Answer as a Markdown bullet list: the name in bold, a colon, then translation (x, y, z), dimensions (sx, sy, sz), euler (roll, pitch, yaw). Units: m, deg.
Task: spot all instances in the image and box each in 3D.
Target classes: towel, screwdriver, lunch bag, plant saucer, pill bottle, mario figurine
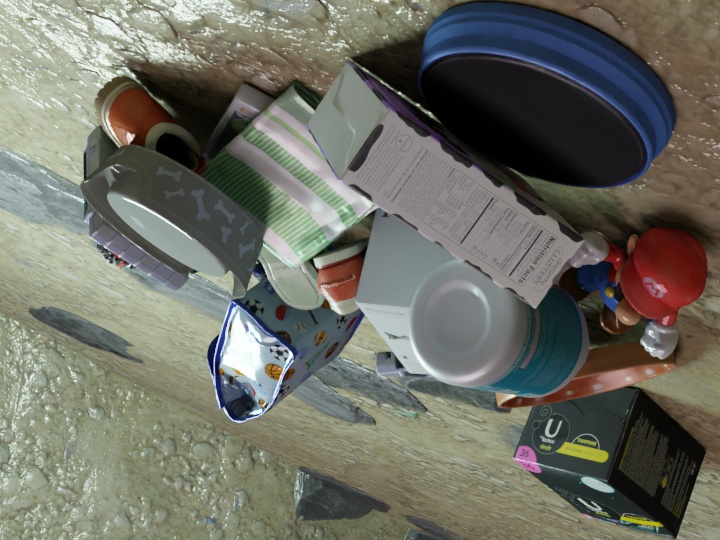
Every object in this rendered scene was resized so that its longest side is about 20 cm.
- **towel**: translation (-0.062, -0.084, 1.254), dimensions (0.152, 0.024, 0.200), euler (38, 139, -18)
- **screwdriver**: translation (-0.150, -0.009, 1.660), dimensions (0.028, 0.029, 0.200), euler (42, -173, 27)
- **lunch bag**: translation (-0.090, 0.080, 1.547), dimensions (0.124, 0.170, 0.201), euler (40, 142, 16)
- **plant saucer**: translation (0.244, 0.113, 1.404), dimensions (0.198, 0.033, 0.200), euler (-12, 166, -3)
- **pill bottle**: translation (0.137, 0.057, 1.171), dimensions (0.110, 0.112, 0.199), euler (12, 178, 36)
- **mario figurine**: translation (0.235, 0.023, 1.154), dimensions (0.122, 0.107, 0.200), euler (1, 172, -8)

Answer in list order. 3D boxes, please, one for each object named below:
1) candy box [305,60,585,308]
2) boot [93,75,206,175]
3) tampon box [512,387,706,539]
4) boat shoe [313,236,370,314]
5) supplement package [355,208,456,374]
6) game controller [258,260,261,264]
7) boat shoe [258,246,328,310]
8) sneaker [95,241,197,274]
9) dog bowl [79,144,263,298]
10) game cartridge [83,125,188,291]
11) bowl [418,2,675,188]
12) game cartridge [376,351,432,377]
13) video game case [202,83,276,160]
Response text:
- **candy box**: translation (0.065, -0.073, 1.048), dimensions (0.199, 0.072, 0.168), euler (31, -168, -21)
- **boot**: translation (-0.198, -0.111, 1.358), dimensions (0.107, 0.075, 0.200), euler (37, 170, 33)
- **tampon box**: translation (0.324, 0.241, 1.661), dimensions (0.149, 0.127, 0.200), euler (5, 155, 46)
- **boat shoe**: translation (0.000, 0.000, 1.359), dimensions (0.071, 0.063, 0.200), euler (-18, -177, 15)
- **supplement package**: translation (0.087, 0.025, 1.328), dimensions (0.116, 0.118, 0.200), euler (5, 157, 22)
- **game controller**: translation (-0.128, -0.042, 1.582), dimensions (0.103, 0.042, 0.200), euler (17, 161, 23)
- **boat shoe**: translation (-0.087, -0.048, 1.371), dimensions (0.071, 0.061, 0.202), euler (-5, 132, 23)
- **sneaker**: translation (-0.261, -0.054, 1.588), dimensions (0.079, 0.096, 0.199), euler (-34, 153, 24)
- **dog bowl**: translation (-0.185, -0.052, 1.296), dimensions (0.199, 0.059, 0.200), euler (30, 164, 10)
- **game cartridge**: translation (-0.259, -0.074, 1.469), dimensions (0.129, 0.038, 0.201), euler (31, -154, -31)
- **bowl**: translation (0.135, -0.125, 0.968), dimensions (0.199, 0.040, 0.201), euler (22, 164, 7)
- **game cartridge**: translation (0.135, 0.104, 1.495), dimensions (0.198, 0.039, 0.129), euler (-8, 166, 33)
- **video game case**: translation (-0.064, -0.110, 1.319), dimensions (0.181, 0.024, 0.200), euler (28, 163, -10)
